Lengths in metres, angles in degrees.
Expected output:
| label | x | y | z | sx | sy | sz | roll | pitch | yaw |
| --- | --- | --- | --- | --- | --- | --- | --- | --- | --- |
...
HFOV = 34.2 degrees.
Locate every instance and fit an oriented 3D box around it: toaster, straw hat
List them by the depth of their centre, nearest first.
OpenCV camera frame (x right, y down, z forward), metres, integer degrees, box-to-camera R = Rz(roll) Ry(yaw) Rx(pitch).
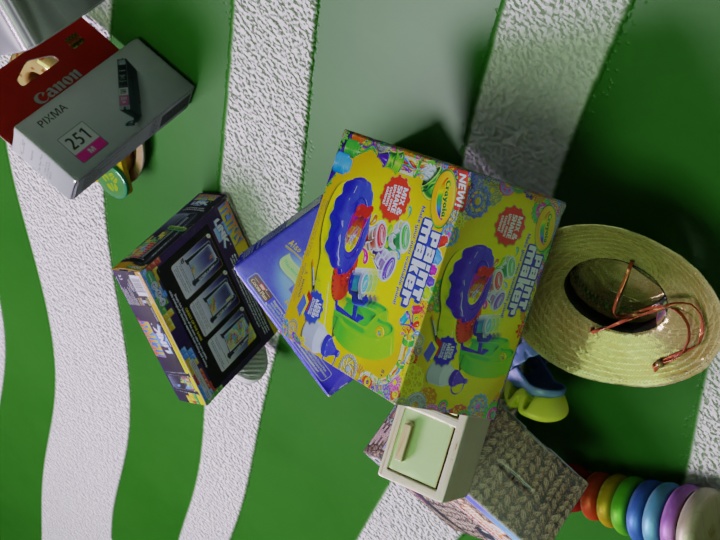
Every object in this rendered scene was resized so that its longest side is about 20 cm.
| label | x | y | z | sx | sy | sz | roll | pitch | yaw |
| --- | --- | --- | --- | --- | --- | --- | --- | --- | --- |
| straw hat | 0.239 | 0.011 | 1.077 | 0.199 | 0.085 | 0.202 | 15 | 135 | 15 |
| toaster | -0.358 | -0.322 | 1.248 | 0.199 | 0.181 | 0.119 | 2 | 129 | 42 |

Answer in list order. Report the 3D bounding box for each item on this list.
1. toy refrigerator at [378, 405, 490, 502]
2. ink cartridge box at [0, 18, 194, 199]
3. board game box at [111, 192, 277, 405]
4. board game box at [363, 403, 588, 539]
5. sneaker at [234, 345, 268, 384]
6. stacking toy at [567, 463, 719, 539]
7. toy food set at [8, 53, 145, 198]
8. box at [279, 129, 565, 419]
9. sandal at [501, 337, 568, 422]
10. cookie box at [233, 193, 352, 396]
| label | x | y | z | sx | sy | sz | roll | pitch | yaw |
| --- | --- | --- | --- | --- | --- | --- | --- | --- | --- |
| toy refrigerator | 0.087 | 0.115 | 1.135 | 0.075 | 0.070 | 0.202 | 19 | 96 | 28 |
| ink cartridge box | -0.312 | -0.197 | 1.299 | 0.173 | 0.200 | 0.044 | 40 | 144 | 4 |
| board game box | -0.193 | 0.033 | 1.429 | 0.056 | 0.165 | 0.201 | 4 | 127 | 38 |
| board game box | 0.122 | 0.218 | 1.298 | 0.159 | 0.097 | 0.200 | 42 | 163 | -14 |
| sneaker | -0.204 | 0.084 | 1.572 | 0.201 | 0.072 | 0.115 | 48 | 147 | 12 |
| stacking toy | 0.290 | 0.256 | 1.270 | 0.199 | 0.085 | 0.086 | 9 | 130 | 45 |
| toy food set | -0.346 | -0.188 | 1.464 | 0.197 | 0.049 | 0.201 | 20 | 136 | 28 |
| box | 0.051 | 0.000 | 1.049 | 0.192 | 0.121 | 0.202 | 25 | 99 | 51 |
| sandal | 0.145 | 0.086 | 1.256 | 0.199 | 0.079 | 0.088 | 22 | 106 | 34 |
| cookie box | 0.000 | 0.000 | 1.203 | 0.172 | 0.199 | 0.075 | 54 | -174 | -11 |
